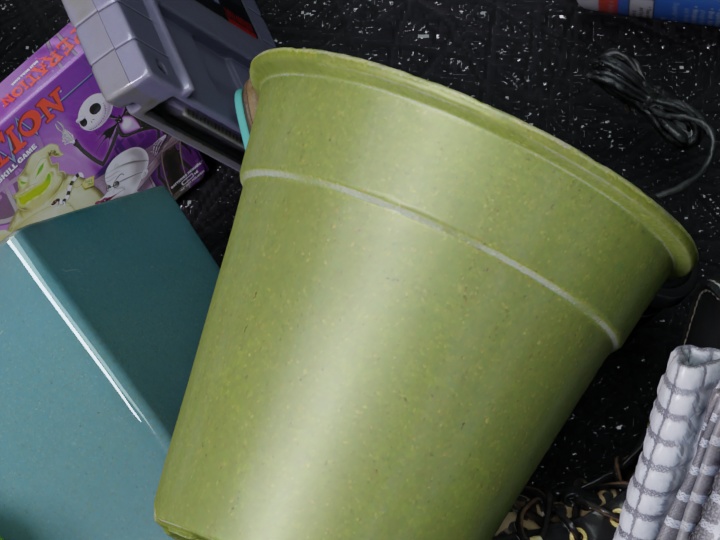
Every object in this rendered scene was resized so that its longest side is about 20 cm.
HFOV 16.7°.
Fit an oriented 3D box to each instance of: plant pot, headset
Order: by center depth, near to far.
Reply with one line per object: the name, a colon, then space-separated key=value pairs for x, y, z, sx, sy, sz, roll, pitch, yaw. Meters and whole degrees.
plant pot: x=0.007 y=0.040 z=0.986 sx=0.199 sy=0.200 sz=0.191 roll=23 pitch=80 yaw=14
plant pot: x=-0.105 y=0.091 z=1.105 sx=0.141 sy=0.141 sz=0.200 roll=-42 pitch=81 yaw=25
headset: x=0.100 y=-0.009 z=1.151 sx=0.094 sy=0.123 sz=0.200 roll=41 pitch=65 yaw=-6

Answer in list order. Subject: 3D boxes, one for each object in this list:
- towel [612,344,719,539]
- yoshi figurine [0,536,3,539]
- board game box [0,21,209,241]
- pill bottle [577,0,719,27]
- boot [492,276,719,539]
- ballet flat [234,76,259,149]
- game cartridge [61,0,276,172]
towel: x=0.207 y=0.117 z=1.021 sx=0.199 sy=0.166 sz=0.086 roll=6 pitch=23 yaw=-22
yoshi figurine: x=-0.224 y=0.123 z=1.040 sx=0.199 sy=0.113 sz=0.112 roll=15 pitch=39 yaw=36
board game box: x=-0.172 y=-0.025 z=1.190 sx=0.200 sy=0.120 sz=0.032 roll=-43 pitch=46 yaw=-12
pill bottle: x=0.212 y=-0.174 z=1.224 sx=0.199 sy=0.112 sz=0.113 roll=9 pitch=68 yaw=7
boot: x=0.107 y=0.099 z=1.069 sx=0.150 sy=0.201 sz=0.073 roll=-4 pitch=28 yaw=-19
ballet flat: x=0.000 y=0.000 z=1.116 sx=0.072 sy=0.068 sz=0.201 roll=-16 pitch=81 yaw=16
game cartridge: x=-0.084 y=-0.114 z=1.179 sx=0.038 sy=0.200 sz=0.130 roll=-28 pitch=69 yaw=17
